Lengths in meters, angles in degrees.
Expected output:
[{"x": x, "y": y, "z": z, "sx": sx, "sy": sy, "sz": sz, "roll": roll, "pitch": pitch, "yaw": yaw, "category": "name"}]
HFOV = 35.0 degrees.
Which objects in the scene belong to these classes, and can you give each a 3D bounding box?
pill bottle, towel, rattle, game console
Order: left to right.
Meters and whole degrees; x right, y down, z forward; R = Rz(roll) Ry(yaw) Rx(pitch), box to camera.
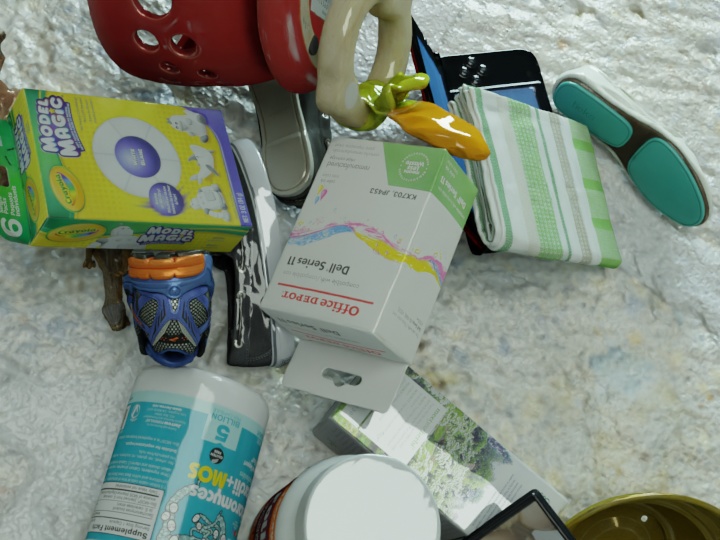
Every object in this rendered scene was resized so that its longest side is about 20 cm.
[{"x": -0.144, "y": 0.182, "z": 0.865, "sx": 0.110, "sy": 0.111, "sz": 0.201, "roll": 17, "pitch": 69, "yaw": -9, "category": "pill bottle"}, {"x": -0.015, "y": 0.200, "z": 0.844, "sx": 0.113, "sy": 0.200, "sz": 0.115, "roll": 5, "pitch": 70, "yaw": -13, "category": "pill bottle"}, {"x": 0.047, "y": -0.205, "z": 0.903, "sx": 0.130, "sy": 0.142, "sz": 0.201, "roll": 20, "pitch": 89, "yaw": -48, "category": "rattle"}, {"x": 0.124, "y": -0.128, "z": 1.035, "sx": 0.171, "sy": 0.119, "sz": 0.201, "roll": -9, "pitch": 75, "yaw": -17, "category": "game console"}, {"x": 0.158, "y": -0.076, "z": 1.016, "sx": 0.199, "sy": 0.031, "sz": 0.150, "roll": 9, "pitch": 67, "yaw": -48, "category": "towel"}]

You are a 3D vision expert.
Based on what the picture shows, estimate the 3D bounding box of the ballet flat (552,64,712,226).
[{"x": 0.275, "y": -0.130, "z": 1.111, "sx": 0.200, "sy": 0.069, "sz": 0.069, "roll": 43, "pitch": 67, "yaw": 3, "category": "ballet flat"}]

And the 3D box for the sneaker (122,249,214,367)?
[{"x": -0.147, "y": 0.035, "z": 0.868, "sx": 0.075, "sy": 0.200, "sz": 0.079, "roll": -1, "pitch": 82, "yaw": -5, "category": "sneaker"}]

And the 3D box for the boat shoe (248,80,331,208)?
[{"x": -0.061, "y": -0.148, "z": 1.034, "sx": 0.066, "sy": 0.057, "sz": 0.201, "roll": -12, "pitch": 68, "yaw": 19, "category": "boat shoe"}]

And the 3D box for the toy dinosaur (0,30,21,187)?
[{"x": -0.290, "y": -0.096, "z": 0.938, "sx": 0.136, "sy": 0.086, "sz": 0.200, "roll": 44, "pitch": 72, "yaw": -5, "category": "toy dinosaur"}]

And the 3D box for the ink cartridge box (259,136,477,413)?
[{"x": 0.000, "y": 0.000, "z": 0.903, "sx": 0.116, "sy": 0.067, "sz": 0.201, "roll": 10, "pitch": 70, "yaw": 34, "category": "ink cartridge box"}]

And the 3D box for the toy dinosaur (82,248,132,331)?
[{"x": -0.198, "y": -0.051, "z": 0.958, "sx": 0.060, "sy": 0.106, "sz": 0.201, "roll": 9, "pitch": 70, "yaw": 21, "category": "toy dinosaur"}]

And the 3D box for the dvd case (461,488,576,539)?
[{"x": 0.102, "y": 0.281, "z": 0.882, "sx": 0.200, "sy": 0.018, "sz": 0.143, "roll": -40, "pitch": 84, "yaw": 18, "category": "dvd case"}]

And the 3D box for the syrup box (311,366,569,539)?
[{"x": 0.065, "y": 0.163, "z": 0.943, "sx": 0.200, "sy": 0.081, "sz": 0.079, "roll": 40, "pitch": 68, "yaw": 0, "category": "syrup box"}]

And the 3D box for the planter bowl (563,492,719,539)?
[{"x": 0.219, "y": 0.251, "z": 0.934, "sx": 0.199, "sy": 0.084, "sz": 0.202, "roll": -1, "pitch": 109, "yaw": -3, "category": "planter bowl"}]

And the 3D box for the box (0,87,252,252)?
[{"x": -0.190, "y": -0.077, "z": 0.884, "sx": 0.199, "sy": 0.048, "sz": 0.118, "roll": -1, "pitch": 62, "yaw": -35, "category": "box"}]

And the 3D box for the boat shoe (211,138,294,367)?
[{"x": -0.105, "y": -0.014, "z": 0.968, "sx": 0.066, "sy": 0.070, "sz": 0.202, "roll": -7, "pitch": 82, "yaw": -18, "category": "boat shoe"}]

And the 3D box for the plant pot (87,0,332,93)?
[{"x": -0.099, "y": -0.249, "z": 0.942, "sx": 0.181, "sy": 0.201, "sz": 0.202, "roll": 10, "pitch": 67, "yaw": 19, "category": "plant pot"}]
